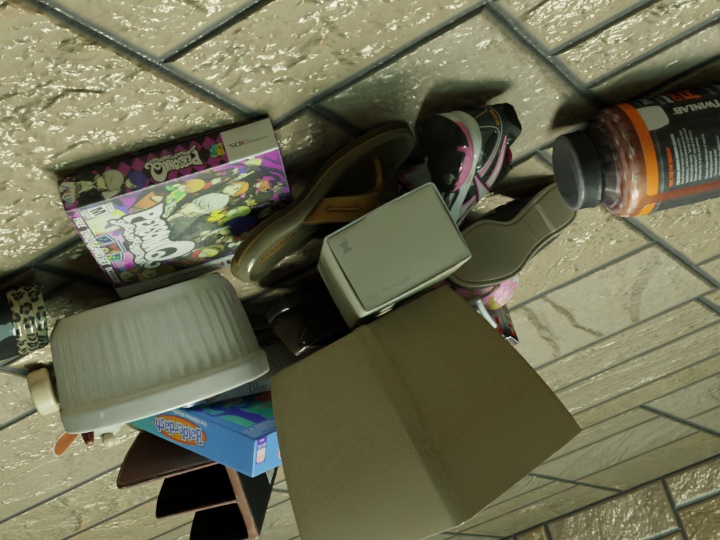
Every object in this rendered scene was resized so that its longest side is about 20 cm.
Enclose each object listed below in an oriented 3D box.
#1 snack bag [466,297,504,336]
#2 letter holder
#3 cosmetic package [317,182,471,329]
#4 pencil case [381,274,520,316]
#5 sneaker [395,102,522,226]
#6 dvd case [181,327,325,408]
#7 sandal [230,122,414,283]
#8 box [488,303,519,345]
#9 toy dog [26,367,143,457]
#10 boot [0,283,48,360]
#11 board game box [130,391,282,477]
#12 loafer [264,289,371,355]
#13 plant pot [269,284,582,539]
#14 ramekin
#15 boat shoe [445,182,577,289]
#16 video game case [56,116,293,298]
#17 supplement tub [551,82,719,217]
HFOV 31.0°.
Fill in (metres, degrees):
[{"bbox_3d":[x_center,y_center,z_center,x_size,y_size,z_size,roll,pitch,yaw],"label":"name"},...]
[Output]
[{"bbox_3d":[0.056,0.089,1.345,0.188,0.021,0.200,-21,159,9],"label":"snack bag"},{"bbox_3d":[-0.180,0.224,1.453,0.142,0.101,0.200,-15,-164,8],"label":"letter holder"},{"bbox_3d":[0.024,-0.008,1.127,0.103,0.073,0.200,-28,177,-5],"label":"cosmetic package"},{"bbox_3d":[0.087,0.005,1.328,0.086,0.083,0.200,-27,167,34],"label":"pencil case"},{"bbox_3d":[0.096,-0.084,1.175,0.086,0.080,0.200,-22,166,-19],"label":"sneaker"},{"bbox_3d":[-0.112,0.097,1.405,0.200,0.018,0.143,-11,-160,-17],"label":"dvd case"},{"bbox_3d":[-0.025,-0.049,1.135,0.200,0.054,0.080,-41,161,-4],"label":"sandal"},{"bbox_3d":[0.068,0.066,1.458,0.200,0.110,0.035,-24,157,16],"label":"box"},{"bbox_3d":[-0.294,0.165,1.446,0.132,0.096,0.200,-23,157,15],"label":"toy dog"},{"bbox_3d":[-0.373,0.079,1.223,0.153,0.074,0.204,-12,159,-20],"label":"boot"},{"bbox_3d":[-0.139,0.149,1.387,0.200,0.045,0.152,18,-160,34],"label":"board game box"},{"bbox_3d":[-0.007,0.060,1.380,0.200,0.071,0.073,-5,157,-32],"label":"loafer"},{"bbox_3d":[0.038,0.129,1.156,0.200,0.177,0.200,-29,177,42],"label":"plant pot"},{"bbox_3d":[-0.195,0.073,1.220,0.200,0.105,0.200,-17,-179,0],"label":"ramekin"},{"bbox_3d":[0.139,-0.028,1.287,0.200,0.067,0.057,-30,-177,-38],"label":"boat shoe"},{"bbox_3d":[-0.148,-0.049,1.127,0.181,0.036,0.200,-17,158,-4],"label":"video game case"},{"bbox_3d":[0.283,-0.110,1.204,0.200,0.107,0.107,-13,158,-11],"label":"supplement tub"}]
